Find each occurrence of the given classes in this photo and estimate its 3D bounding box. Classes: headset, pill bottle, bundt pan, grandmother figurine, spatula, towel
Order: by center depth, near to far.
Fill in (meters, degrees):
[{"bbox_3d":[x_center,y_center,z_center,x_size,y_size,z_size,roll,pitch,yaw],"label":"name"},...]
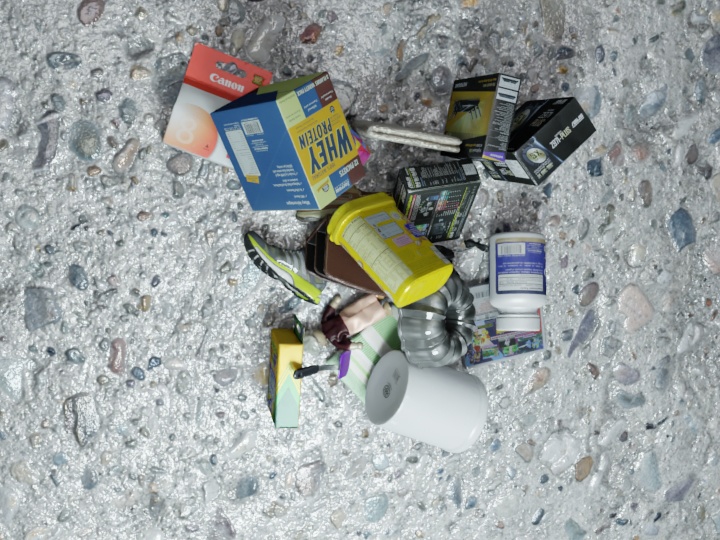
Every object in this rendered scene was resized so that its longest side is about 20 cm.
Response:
[{"bbox_3d":[0.158,0.094,1.425,0.201,0.075,0.203,-4,95,-50],"label":"bundt pan"},{"bbox_3d":[0.091,-0.267,1.449,0.199,0.133,0.035,7,102,-16],"label":"towel"},{"bbox_3d":[-0.071,0.194,1.458,0.200,0.020,0.057,-2,101,-55],"label":"spatula"},{"bbox_3d":[-0.032,0.113,1.517,0.199,0.061,0.122,-27,62,-4],"label":"grandmother figurine"},{"bbox_3d":[0.178,0.000,1.523,0.200,0.094,0.124,-44,134,-27],"label":"headset"},{"bbox_3d":[0.329,0.025,1.544,0.119,0.120,0.201,2,85,-15],"label":"pill bottle"},{"bbox_3d":[0.047,0.182,1.572,0.200,0.023,0.153,-41,106,-3],"label":"towel"}]

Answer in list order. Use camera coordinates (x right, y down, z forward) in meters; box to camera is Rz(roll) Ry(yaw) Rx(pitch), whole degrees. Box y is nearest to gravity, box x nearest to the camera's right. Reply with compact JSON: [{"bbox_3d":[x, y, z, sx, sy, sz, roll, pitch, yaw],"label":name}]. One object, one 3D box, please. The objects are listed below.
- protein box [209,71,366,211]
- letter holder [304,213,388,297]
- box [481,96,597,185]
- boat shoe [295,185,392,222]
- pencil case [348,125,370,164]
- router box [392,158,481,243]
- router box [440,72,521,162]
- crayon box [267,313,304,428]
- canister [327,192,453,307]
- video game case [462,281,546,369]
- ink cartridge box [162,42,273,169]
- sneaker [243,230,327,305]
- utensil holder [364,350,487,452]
[{"bbox_3d":[-0.130,-0.227,1.332,0.135,0.198,0.201,-40,119,-36],"label":"protein box"},{"bbox_3d":[0.000,0.000,1.442,0.199,0.101,0.143,17,55,-24],"label":"letter holder"},{"bbox_3d":[0.344,-0.260,1.479,0.164,0.200,0.086,-42,108,-4],"label":"box"},{"bbox_3d":[-0.034,-0.144,1.468,0.199,0.076,0.074,-9,97,-15],"label":"boat shoe"},{"bbox_3d":[-0.068,-0.273,1.435,0.088,0.088,0.200,-43,105,-4],"label":"pencil case"},{"bbox_3d":[0.139,-0.128,1.459,0.149,0.200,0.062,-10,60,-14],"label":"router box"},{"bbox_3d":[0.231,-0.296,1.445,0.052,0.200,0.158,8,97,-19],"label":"router box"},{"bbox_3d":[-0.150,0.197,1.468,0.051,0.126,0.201,3,98,-14],"label":"crayon box"},{"bbox_3d":[0.055,-0.039,1.341,0.148,0.200,0.087,-20,149,-42],"label":"canister"},{"bbox_3d":[0.311,0.110,1.627,0.199,0.023,0.184,-11,102,-14],"label":"video game case"},{"bbox_3d":[-0.266,-0.307,1.394,0.161,0.050,0.201,18,97,-17],"label":"ink cartridge box"},{"bbox_3d":[-0.146,-0.018,1.471,0.200,0.074,0.081,40,69,-17],"label":"sneaker"},{"bbox_3d":[0.132,0.268,1.515,0.199,0.170,0.171,21,94,-26],"label":"utensil holder"}]
